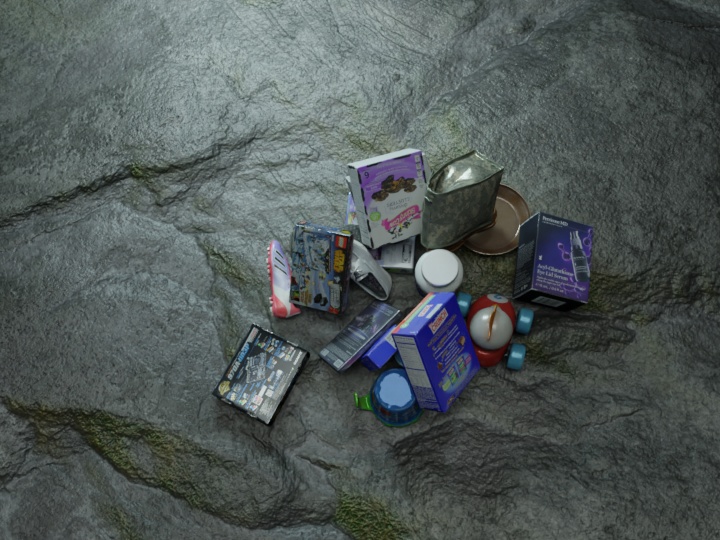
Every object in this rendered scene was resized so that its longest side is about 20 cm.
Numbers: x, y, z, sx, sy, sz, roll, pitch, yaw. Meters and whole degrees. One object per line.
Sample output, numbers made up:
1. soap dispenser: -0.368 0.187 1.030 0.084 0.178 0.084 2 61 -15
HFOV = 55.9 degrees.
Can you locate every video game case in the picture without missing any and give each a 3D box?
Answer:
1. video game case: 0.051 -0.096 1.727 0.181 0.045 0.200 4 71 5
2. video game case: -0.003 0.152 1.604 0.200 0.143 0.019 -42 111 -11

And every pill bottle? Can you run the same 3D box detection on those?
1. pill bottle: 0.183 0.012 1.589 0.111 0.200 0.111 -1 79 5

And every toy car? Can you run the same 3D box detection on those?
1. toy car: 0.300 0.120 1.547 0.184 0.200 0.177 15 72 9

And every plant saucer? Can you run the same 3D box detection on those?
1. plant saucer: 0.329 -0.127 1.720 0.200 0.037 0.201 -1 71 4

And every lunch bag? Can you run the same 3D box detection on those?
1. lunch bag: 0.211 -0.157 1.542 0.200 0.164 0.118 -29 52 -29

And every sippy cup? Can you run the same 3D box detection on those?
1. sippy cup: 0.084 0.281 1.546 0.178 0.130 0.140 -43 73 -11

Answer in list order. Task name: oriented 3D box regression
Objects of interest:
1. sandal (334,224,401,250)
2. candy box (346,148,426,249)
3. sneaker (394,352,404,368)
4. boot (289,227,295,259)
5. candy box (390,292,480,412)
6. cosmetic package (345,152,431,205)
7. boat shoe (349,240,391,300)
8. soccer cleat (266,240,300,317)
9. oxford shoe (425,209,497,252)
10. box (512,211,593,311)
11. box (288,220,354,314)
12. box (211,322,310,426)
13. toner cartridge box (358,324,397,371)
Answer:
1. sandal: 0.016 -0.077 1.680 0.200 0.048 0.075 -6 68 -11
2. candy box: 0.074 -0.171 1.607 0.168 0.072 0.200 -18 110 -17
3. sneaker: 0.160 0.150 1.571 0.079 0.096 0.200 36 41 9
4. boot: -0.100 -0.021 1.690 0.131 0.068 0.200 -13 77 16
5. candy box: 0.165 0.173 1.465 0.077 0.200 0.169 -1 28 42
6. cosmetic package: 0.074 -0.215 1.684 0.200 0.071 0.102 -20 109 -3
7. boat shoe: 0.000 0.000 1.631 0.072 0.200 0.069 -29 32 23
8. soccer cleat: -0.194 0.021 1.700 0.076 0.067 0.200 -4 72 -6
9. oxford shoe: 0.245 -0.105 1.664 0.200 0.071 0.071 -32 73 -5
10. box: 0.457 -0.019 1.615 0.148 0.104 0.200 13 72 -10
11. box: -0.093 -0.006 1.597 0.137 0.040 0.200 13 112 15
12. box: -0.237 0.248 1.629 0.159 0.046 0.200 25 74 13
13. toner cartridge box: 0.049 0.179 1.546 0.043 0.200 0.095 45 80 4
